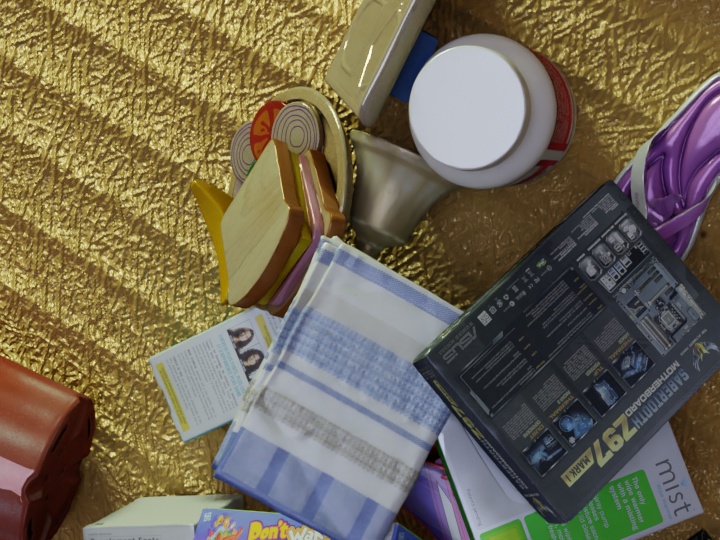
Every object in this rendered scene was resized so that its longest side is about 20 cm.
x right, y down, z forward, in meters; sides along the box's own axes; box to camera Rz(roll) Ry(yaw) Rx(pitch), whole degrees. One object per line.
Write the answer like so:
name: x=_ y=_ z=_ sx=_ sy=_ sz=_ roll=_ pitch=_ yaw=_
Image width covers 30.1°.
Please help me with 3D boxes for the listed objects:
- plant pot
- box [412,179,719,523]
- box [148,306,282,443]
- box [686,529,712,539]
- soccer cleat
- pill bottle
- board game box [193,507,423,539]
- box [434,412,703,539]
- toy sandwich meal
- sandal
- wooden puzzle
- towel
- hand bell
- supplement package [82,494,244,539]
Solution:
plant pot: x=-0.352 y=0.152 z=1.187 sx=0.192 sy=0.201 sz=0.204 roll=19 pitch=99 yaw=5
box: x=0.160 y=0.058 z=0.975 sx=0.200 sy=0.051 sz=0.158 roll=-42 pitch=89 yaw=-13
box: x=-0.080 y=0.072 z=1.164 sx=0.198 sy=0.049 sz=0.083 roll=-25 pitch=87 yaw=17
box: x=0.212 y=0.308 z=1.049 sx=0.199 sy=0.141 sz=0.079 roll=-40 pitch=83 yaw=16
soccer cleat: x=0.086 y=0.196 z=1.114 sx=0.199 sy=0.067 sz=0.077 roll=37 pitch=119 yaw=15
pill bottle: x=0.100 y=-0.120 z=1.017 sx=0.110 sy=0.200 sz=0.114 roll=1 pitch=95 yaw=15
board game box: x=-0.022 y=0.243 z=1.087 sx=0.198 sy=0.134 sz=0.045 roll=-3 pitch=59 yaw=35
box: x=0.146 y=0.124 z=1.050 sx=0.174 sy=0.097 sz=0.203 roll=-20 pitch=84 yaw=-1
toy sandwich meal: x=-0.077 y=-0.056 z=1.094 sx=0.204 sy=0.069 sz=0.209 roll=-17 pitch=68 yaw=52
sandal: x=0.245 y=-0.070 z=1.056 sx=0.082 sy=0.050 sz=0.204 roll=32 pitch=102 yaw=12
wooden puzzle: x=0.040 y=-0.209 z=1.040 sx=0.046 sy=0.200 sz=0.187 roll=25 pitch=102 yaw=-15
towel: x=-0.008 y=0.093 z=0.995 sx=0.145 sy=0.024 sz=0.202 roll=27 pitch=86 yaw=0
hand bell: x=0.000 y=0.000 z=1.088 sx=0.103 sy=0.104 sz=0.203 roll=23 pitch=90 yaw=13
supplement package: x=-0.162 y=0.309 z=1.173 sx=0.108 sy=0.114 sz=0.204 roll=-5 pitch=94 yaw=18
